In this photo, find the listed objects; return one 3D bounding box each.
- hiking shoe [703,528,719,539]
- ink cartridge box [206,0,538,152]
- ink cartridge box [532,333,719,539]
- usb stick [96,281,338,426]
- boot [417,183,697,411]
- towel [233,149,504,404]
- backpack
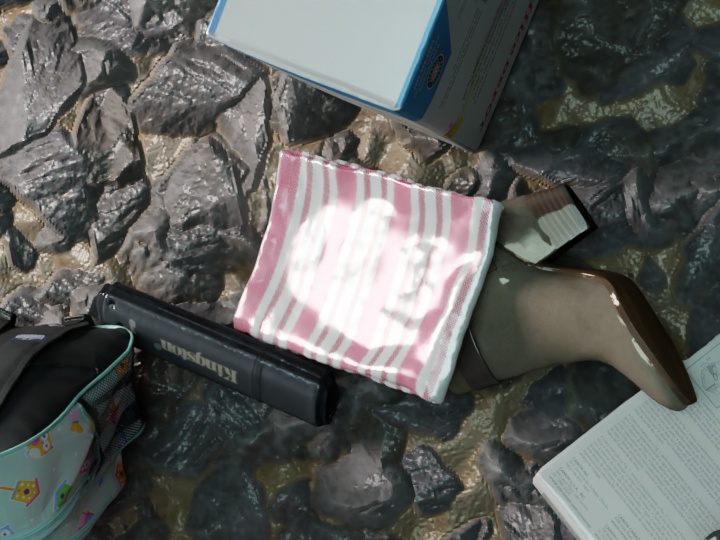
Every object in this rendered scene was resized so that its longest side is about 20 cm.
[{"bbox_3d":[0.290,0.235,0.986,0.087,0.074,0.200,-28,113,-11],"label":"hiking shoe"},{"bbox_3d":[0.020,-0.183,1.049,0.146,0.200,0.147,23,94,18],"label":"ink cartridge box"},{"bbox_3d":[0.244,0.144,1.054,0.200,0.050,0.161,-37,77,-7],"label":"ink cartridge box"},{"bbox_3d":[-0.107,0.061,1.152,0.200,0.055,0.033,22,56,17],"label":"usb stick"},{"bbox_3d":[0.121,0.042,1.070,0.146,0.070,0.200,-35,67,18],"label":"boot"},{"bbox_3d":[0.000,0.000,1.101,0.200,0.030,0.147,17,92,38],"label":"towel"},{"bbox_3d":[-0.267,0.128,1.119,0.176,0.200,0.154,6,110,17],"label":"backpack"}]
